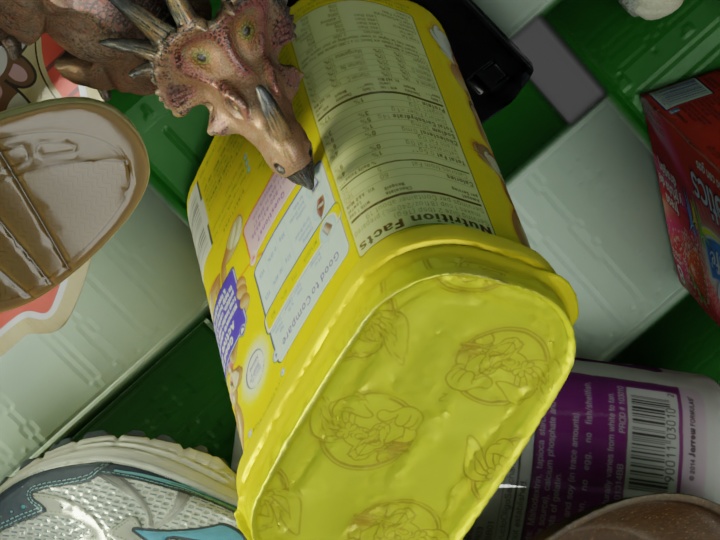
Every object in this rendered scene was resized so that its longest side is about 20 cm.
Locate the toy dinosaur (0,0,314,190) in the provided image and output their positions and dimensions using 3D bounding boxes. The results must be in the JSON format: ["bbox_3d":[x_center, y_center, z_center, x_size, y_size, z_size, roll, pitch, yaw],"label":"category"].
[{"bbox_3d":[-0.099,-0.107,1.025,0.200,0.136,0.086,21,93,-7],"label":"toy dinosaur"}]

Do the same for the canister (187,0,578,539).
[{"bbox_3d":[0.000,0.000,1.054,0.086,0.200,0.149,17,121,-24],"label":"canister"}]

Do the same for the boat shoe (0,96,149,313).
[{"bbox_3d":[-0.168,-0.012,1.058,0.200,0.065,0.071,-28,109,14],"label":"boat shoe"}]

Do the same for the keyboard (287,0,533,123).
[{"bbox_3d":[-0.006,-0.137,1.114,0.104,0.040,0.200,-33,118,27],"label":"keyboard"}]

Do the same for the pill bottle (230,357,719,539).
[{"bbox_3d":[0.048,0.086,1.157,0.199,0.112,0.113,8,109,-6],"label":"pill bottle"}]

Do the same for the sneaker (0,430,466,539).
[{"bbox_3d":[-0.062,0.121,1.078,0.199,0.086,0.078,5,130,15],"label":"sneaker"}]

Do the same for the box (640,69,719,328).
[{"bbox_3d":[0.193,-0.016,1.107,0.099,0.200,0.096,-17,112,-6],"label":"box"}]

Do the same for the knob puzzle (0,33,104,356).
[{"bbox_3d":[-0.185,-0.040,1.104,0.219,0.030,0.220,-4,111,-11],"label":"knob puzzle"}]

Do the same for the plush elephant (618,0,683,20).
[{"bbox_3d":[0.198,-0.165,1.074,0.199,0.155,0.165,-4,112,-11],"label":"plush elephant"}]

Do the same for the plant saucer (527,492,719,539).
[{"bbox_3d":[0.081,0.173,1.080,0.200,0.037,0.201,-18,120,-34],"label":"plant saucer"}]
